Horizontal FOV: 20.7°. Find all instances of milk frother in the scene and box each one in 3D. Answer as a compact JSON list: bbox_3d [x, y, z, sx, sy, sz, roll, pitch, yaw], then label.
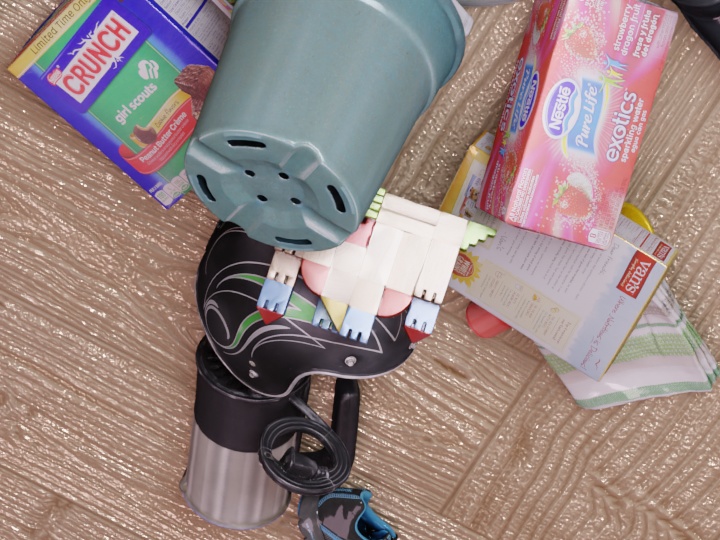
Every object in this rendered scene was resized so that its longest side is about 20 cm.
[{"bbox_3d":[-0.095,0.189,1.956,0.180,0.200,0.189,13,130,4],"label":"milk frother"}]

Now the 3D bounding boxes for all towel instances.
[{"bbox_3d":[0.230,0.062,1.812,0.149,0.031,0.200,-14,140,24],"label":"towel"}]

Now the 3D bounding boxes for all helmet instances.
[{"bbox_3d":[-0.039,0.012,1.808,0.190,0.200,0.200,-24,116,43],"label":"helmet"}]

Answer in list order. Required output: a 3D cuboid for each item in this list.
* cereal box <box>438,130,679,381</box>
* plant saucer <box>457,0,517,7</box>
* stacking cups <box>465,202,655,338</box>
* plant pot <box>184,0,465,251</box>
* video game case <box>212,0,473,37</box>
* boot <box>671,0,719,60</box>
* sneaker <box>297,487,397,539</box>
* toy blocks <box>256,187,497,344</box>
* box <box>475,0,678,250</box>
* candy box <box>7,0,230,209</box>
[{"bbox_3d":[0.159,-0.012,1.712,0.200,0.040,0.144,33,128,8],"label":"cereal box"},{"bbox_3d":[0.097,-0.278,1.590,0.199,0.050,0.201,-1,139,-1],"label":"plant saucer"},{"bbox_3d":[0.177,0.003,1.815,0.200,0.061,0.061,-28,113,36],"label":"stacking cups"},{"bbox_3d":[-0.040,-0.136,1.578,0.199,0.197,0.201,16,147,11],"label":"plant pot"},{"bbox_3d":[-0.034,-0.235,1.634,0.199,0.024,0.182,-13,134,43],"label":"video game case"},{"bbox_3d":[0.298,-0.201,1.527,0.168,0.200,0.076,42,97,-21],"label":"boot"},{"bbox_3d":[0.005,0.314,2.098,0.082,0.073,0.201,-13,122,25],"label":"sneaker"},{"bbox_3d":[0.000,0.000,1.680,0.199,0.100,0.137,18,87,1],"label":"toy blocks"},{"bbox_3d":[0.173,-0.127,1.589,0.095,0.100,0.201,15,97,-13],"label":"box"},{"bbox_3d":[-0.189,-0.180,1.785,0.200,0.077,0.169,43,128,-13],"label":"candy box"}]
